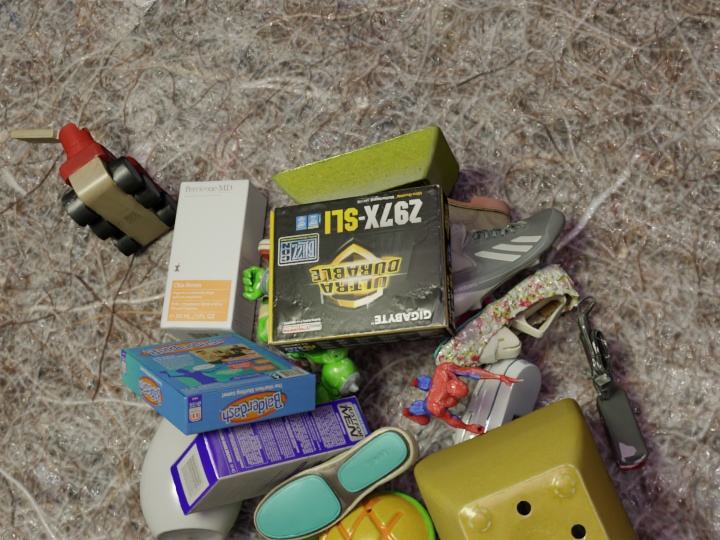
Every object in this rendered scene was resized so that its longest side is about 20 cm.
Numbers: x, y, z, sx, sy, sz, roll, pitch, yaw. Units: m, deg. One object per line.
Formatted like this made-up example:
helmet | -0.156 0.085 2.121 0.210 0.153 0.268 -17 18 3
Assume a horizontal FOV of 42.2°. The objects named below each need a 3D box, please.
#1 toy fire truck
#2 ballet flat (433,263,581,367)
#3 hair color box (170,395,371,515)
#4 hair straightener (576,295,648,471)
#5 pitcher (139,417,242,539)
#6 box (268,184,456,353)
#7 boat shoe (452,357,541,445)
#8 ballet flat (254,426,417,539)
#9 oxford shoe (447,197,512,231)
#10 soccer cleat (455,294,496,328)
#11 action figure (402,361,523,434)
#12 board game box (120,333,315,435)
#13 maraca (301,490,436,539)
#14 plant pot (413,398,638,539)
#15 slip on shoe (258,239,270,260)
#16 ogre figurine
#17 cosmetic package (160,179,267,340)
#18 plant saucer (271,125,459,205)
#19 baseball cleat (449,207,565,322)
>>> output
toy fire truck | -0.358 -0.131 1.246 0.128 0.176 0.200 -34 66 3
ballet flat | 0.174 0.060 1.059 0.200 0.076 0.064 -35 59 -21
hair color box | -0.098 0.204 1.040 0.109 0.199 0.065 -49 56 45
hair straightener | 0.278 0.118 1.037 0.041 0.077 0.201 -12 69 8
pitcher | -0.175 0.219 1.120 0.171 0.121 0.201 -4 59 3
box | 0.000 0.000 1.014 0.199 0.049 0.160 -6 69 17
boat shoe | 0.141 0.192 1.064 0.065 0.073 0.201 20 81 48
ballet flat | -0.023 0.235 1.026 0.199 0.069 0.070 -29 67 8
oxford shoe | 0.095 -0.043 1.103 0.199 0.071 0.074 -5 54 -15
soccer cleat | 0.084 0.007 1.135 0.199 0.070 0.086 22 38 6
action figure | 0.109 0.143 1.022 0.099 0.200 0.066 16 77 0
board game box | -0.163 0.121 1.043 0.200 0.152 0.045 19 111 56
maraca | -0.005 0.320 1.038 0.199 0.107 0.138 -22 49 22
plant pot | 0.166 0.251 0.906 0.195 0.200 0.195 -23 81 5
slip on shoe | -0.055 0.022 1.169 0.200 0.074 0.061 34 87 18
ogre figurine | -0.064 0.086 1.101 0.120 0.098 0.201 -15 76 42
cosmetic package | -0.189 -0.012 1.216 0.101 0.071 0.201 -1 72 16
plant saucer | 0.018 -0.097 1.120 0.199 0.200 0.048 -16 79 11
baseball cleat | 0.146 -0.030 1.056 0.200 0.070 0.107 -40 104 -19
